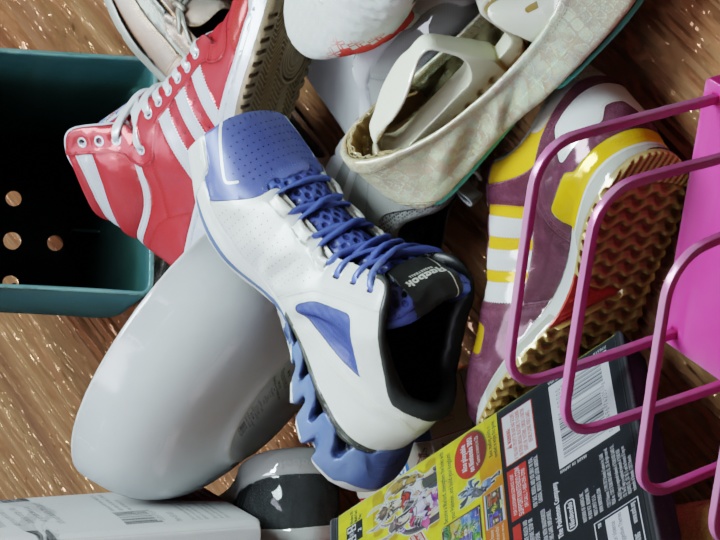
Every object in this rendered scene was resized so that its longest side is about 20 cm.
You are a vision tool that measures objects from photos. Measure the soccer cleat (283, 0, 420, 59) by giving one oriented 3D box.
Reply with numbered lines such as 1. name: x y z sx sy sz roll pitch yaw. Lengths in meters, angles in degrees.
1. soccer cleat: 0.012 -0.152 1.225 0.200 0.085 0.069 -29 78 48

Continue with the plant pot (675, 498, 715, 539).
1. plant pot: 0.141 0.187 1.232 0.200 0.186 0.187 -38 71 41

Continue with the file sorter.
1. file sorter: 0.169 0.029 1.150 0.200 0.125 0.140 37 132 42

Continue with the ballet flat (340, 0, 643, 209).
1. ballet flat: 0.064 -0.103 1.247 0.200 0.062 0.068 -48 34 27

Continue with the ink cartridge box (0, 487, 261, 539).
1. ink cartridge box: -0.165 0.172 1.451 0.147 0.199 0.084 -168 76 -74

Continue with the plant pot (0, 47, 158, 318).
1. plant pot: -0.205 -0.039 1.632 0.200 0.140 0.142 133 139 -75

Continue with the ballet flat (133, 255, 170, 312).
1. ballet flat: -0.102 -0.001 1.605 0.067 0.068 0.201 -119 36 -53

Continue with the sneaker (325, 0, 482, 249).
1. sneaker: 0.041 -0.073 1.361 0.082 0.075 0.200 48 150 21

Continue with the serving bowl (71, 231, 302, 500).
1. serving bowl: -0.068 0.051 1.459 0.066 0.200 0.201 38 136 16

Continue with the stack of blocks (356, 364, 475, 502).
1. stack of blocks: 0.047 0.156 1.441 0.115 0.058 0.201 -11 94 57

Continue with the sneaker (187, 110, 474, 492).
1. sneaker: 0.000 0.001 1.344 0.115 0.080 0.200 -35 76 49

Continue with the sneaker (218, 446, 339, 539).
1. sneaker: -0.050 0.179 1.521 0.200 0.072 0.113 109 158 -69

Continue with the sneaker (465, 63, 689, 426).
1. sneaker: 0.093 -0.009 1.306 0.090 0.075 0.201 59 139 36

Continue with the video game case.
1. video game case: 0.063 0.133 1.227 0.026 0.180 0.200 48 -161 -24

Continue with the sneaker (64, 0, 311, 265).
1. sneaker: -0.095 -0.096 1.450 0.112 0.071 0.201 28 119 22

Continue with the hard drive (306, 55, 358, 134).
1. hard drive: -0.024 -0.180 1.437 0.201 0.026 0.132 56 143 25

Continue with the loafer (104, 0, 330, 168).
1. loafer: -0.080 -0.123 1.518 0.063 0.072 0.201 -38 77 37
